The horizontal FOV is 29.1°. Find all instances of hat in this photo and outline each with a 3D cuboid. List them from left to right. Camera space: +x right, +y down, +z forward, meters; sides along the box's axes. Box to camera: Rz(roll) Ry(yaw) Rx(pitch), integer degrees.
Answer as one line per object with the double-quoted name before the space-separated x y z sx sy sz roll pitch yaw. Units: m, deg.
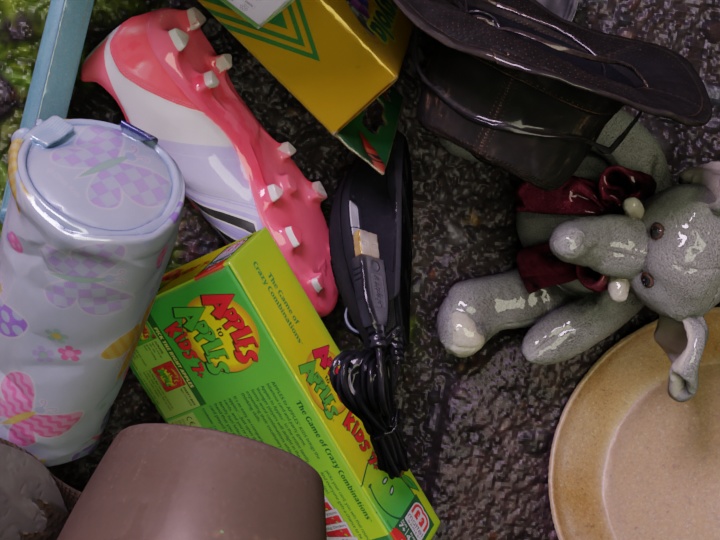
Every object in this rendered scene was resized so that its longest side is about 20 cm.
"hat" 0.083 -0.088 0.709 0.199 0.201 0.081 15 112 -13

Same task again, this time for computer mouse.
"computer mouse" 0.000 0.000 0.744 0.046 0.141 0.201 -2 65 8

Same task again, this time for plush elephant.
"plush elephant" 0.146 -0.016 0.784 0.199 0.155 0.166 5 96 -12

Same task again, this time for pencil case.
"pencil case" -0.155 0.016 0.714 0.090 0.083 0.201 25 132 0

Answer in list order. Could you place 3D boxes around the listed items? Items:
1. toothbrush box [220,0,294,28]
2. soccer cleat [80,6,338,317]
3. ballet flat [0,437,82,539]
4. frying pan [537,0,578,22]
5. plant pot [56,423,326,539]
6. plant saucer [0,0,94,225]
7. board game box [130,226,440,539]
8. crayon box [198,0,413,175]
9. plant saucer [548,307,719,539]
"toothbrush box" -0.050 -0.240 0.644 0.145 0.086 0.201 34 58 -23
"soccer cleat" -0.080 -0.055 0.789 0.076 0.067 0.201 -20 113 28
"ballet flat" -0.172 0.136 0.750 0.200 0.046 0.068 38 74 -51
"frying pan" 0.096 -0.197 0.815 0.115 0.031 0.190 46 65 -4
"plant pot" -0.091 0.175 0.698 0.199 0.200 0.176 17 69 -13
"plant saucer" -0.162 -0.119 0.751 0.019 0.070 0.201 14 94 -20
"board game box" -0.049 0.086 0.786 0.101 0.048 0.201 -22 105 32
"crayon box" -0.036 -0.155 0.743 0.051 0.127 0.200 -40 106 23
"plant saucer" 0.211 0.122 0.826 0.201 0.200 0.035 -55 144 -1
